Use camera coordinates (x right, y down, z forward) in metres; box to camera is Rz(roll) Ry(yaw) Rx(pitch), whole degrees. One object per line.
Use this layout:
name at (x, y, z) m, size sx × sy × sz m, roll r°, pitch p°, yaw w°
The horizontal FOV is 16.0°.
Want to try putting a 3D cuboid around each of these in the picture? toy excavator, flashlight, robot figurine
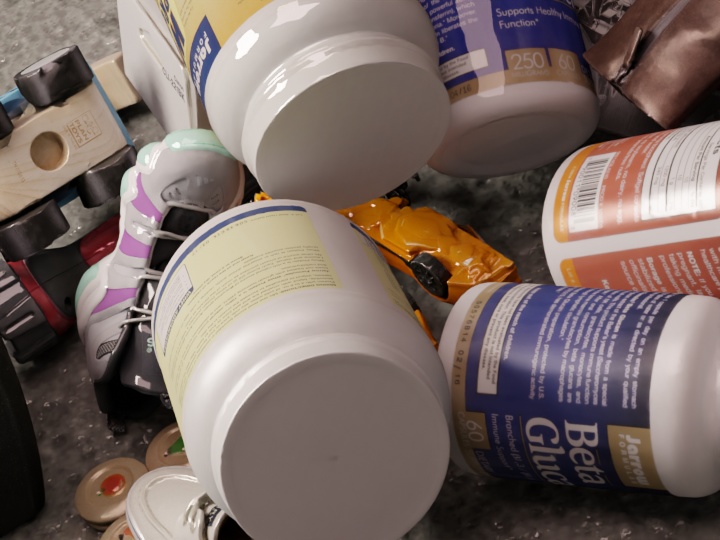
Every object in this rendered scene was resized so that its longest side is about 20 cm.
toy excavator at (-0.209, -0.094, 1.718) m, size 0.194 × 0.100 × 0.200 m, roll -34°, pitch 14°, yaw -21°
flashlight at (-0.159, -0.020, 1.682) m, size 0.200 × 0.068 × 0.068 m, roll -35°, pitch 43°, yaw -9°
robot figurine at (0.000, 0.000, 1.591) m, size 0.145 × 0.058 × 0.200 m, roll -42°, pitch 45°, yaw -18°

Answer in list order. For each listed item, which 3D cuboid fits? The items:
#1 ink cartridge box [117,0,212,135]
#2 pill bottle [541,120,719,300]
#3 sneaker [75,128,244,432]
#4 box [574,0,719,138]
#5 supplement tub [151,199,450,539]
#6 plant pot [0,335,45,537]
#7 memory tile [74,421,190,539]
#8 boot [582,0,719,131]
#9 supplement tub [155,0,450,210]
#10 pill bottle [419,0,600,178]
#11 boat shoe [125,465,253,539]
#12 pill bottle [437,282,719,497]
ink cartridge box at (-0.046, -0.151, 1.700) m, size 0.200 × 0.084 × 0.144 m, roll -14°, pitch 38°, yaw -19°
pill bottle at (0.210, -0.029, 1.439) m, size 0.200 × 0.112 × 0.112 m, roll -8°, pitch 42°, yaw 44°
sneaker at (-0.116, 0.021, 1.560) m, size 0.078 × 0.200 × 0.140 m, roll 7°, pitch 47°, yaw -19°
box at (0.206, -0.151, 1.592) m, size 0.200 × 0.048 × 0.159 m, roll 21°, pitch 92°, yaw 39°
supplement tub at (-0.033, 0.059, 1.404) m, size 0.145 × 0.145 × 0.200 m, roll -26°, pitch 26°, yaw 0°
plant pot at (-0.304, 0.090, 1.561) m, size 0.200 × 0.178 × 0.200 m, roll -32°, pitch 42°, yaw -8°
memory tile at (-0.081, 0.152, 1.508) m, size 0.153 × 0.017 × 0.200 m, roll -29°, pitch 42°, yaw -3°
boot at (0.234, -0.141, 1.480) m, size 0.166 × 0.072 × 0.200 m, roll -51°, pitch 41°, yaw 3°
supplement tub at (-0.038, -0.147, 1.527) m, size 0.144 × 0.144 × 0.200 m, roll -26°, pitch 54°, yaw 0°
pill bottle at (0.073, -0.168, 1.594) m, size 0.116 × 0.116 × 0.200 m, roll -16°, pitch 70°, yaw 11°
boat shoe at (-0.067, 0.150, 1.438) m, size 0.071 × 0.070 × 0.200 m, roll -43°, pitch 45°, yaw -18°
pill bottle at (0.150, 0.066, 1.409) m, size 0.200 × 0.111 × 0.111 m, roll 3°, pitch 49°, yaw 29°
